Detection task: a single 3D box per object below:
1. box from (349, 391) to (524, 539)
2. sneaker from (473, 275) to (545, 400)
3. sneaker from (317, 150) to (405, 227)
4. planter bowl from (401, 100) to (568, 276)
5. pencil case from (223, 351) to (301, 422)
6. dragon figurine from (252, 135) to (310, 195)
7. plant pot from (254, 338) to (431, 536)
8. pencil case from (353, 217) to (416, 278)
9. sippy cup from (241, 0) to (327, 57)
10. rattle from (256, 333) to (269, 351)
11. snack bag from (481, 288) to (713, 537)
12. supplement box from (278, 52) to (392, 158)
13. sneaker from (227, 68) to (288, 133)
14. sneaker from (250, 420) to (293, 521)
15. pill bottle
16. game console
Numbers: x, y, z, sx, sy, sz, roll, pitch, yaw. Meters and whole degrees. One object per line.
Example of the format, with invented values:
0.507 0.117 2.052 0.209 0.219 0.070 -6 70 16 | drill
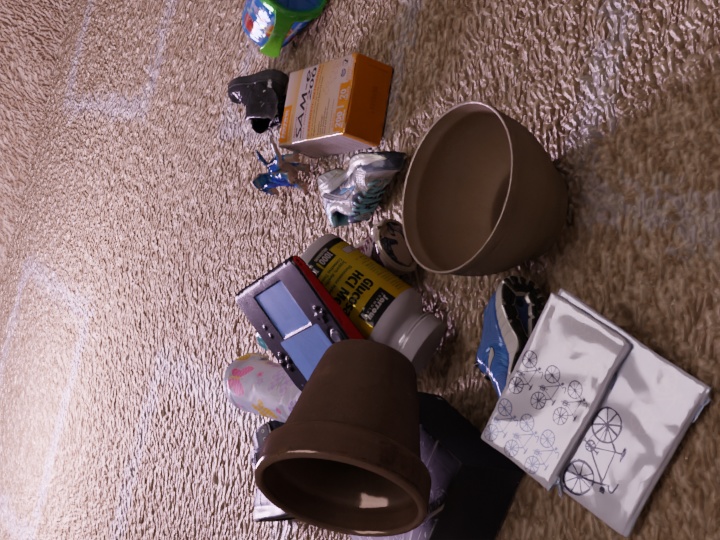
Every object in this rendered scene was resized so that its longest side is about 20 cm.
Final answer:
0.074 0.268 1.363 0.200 0.103 0.185 37 109 54 | box
0.180 0.114 1.300 0.089 0.077 0.203 129 143 -57 | sneaker
0.009 -0.116 1.639 0.199 0.076 0.088 -24 71 59 | sneaker
0.159 -0.083 1.330 0.199 0.133 0.204 -25 58 49 | planter bowl
-0.116 0.178 1.672 0.198 0.084 0.091 9 49 47 | pencil case
-0.142 -0.161 1.807 0.098 0.200 0.060 3 81 17 | dragon figurine
-0.006 0.179 1.277 0.199 0.199 0.177 -30 36 48 | plant pot
0.000 0.000 1.580 0.199 0.089 0.078 -37 20 45 | pencil case
-0.140 -0.452 1.926 0.140 0.178 0.130 47 143 1 | sippy cup
-0.152 0.082 1.744 0.198 0.141 0.133 9 105 51 | rattle
0.237 0.150 1.164 0.199 0.021 0.191 36 108 32 | snack bag
-0.042 -0.252 1.747 0.199 0.073 0.129 -2 76 56 | supplement box
-0.182 -0.290 1.983 0.198 0.059 0.106 -7 68 52 | sneaker
-0.098 0.287 1.639 0.201 0.076 0.149 -20 65 53 | sneaker
0.008 0.049 1.468 0.199 0.112 0.114 34 110 19 | pill bottle
-0.075 0.078 1.463 0.031 0.178 0.199 -43 8 -32 | game console
